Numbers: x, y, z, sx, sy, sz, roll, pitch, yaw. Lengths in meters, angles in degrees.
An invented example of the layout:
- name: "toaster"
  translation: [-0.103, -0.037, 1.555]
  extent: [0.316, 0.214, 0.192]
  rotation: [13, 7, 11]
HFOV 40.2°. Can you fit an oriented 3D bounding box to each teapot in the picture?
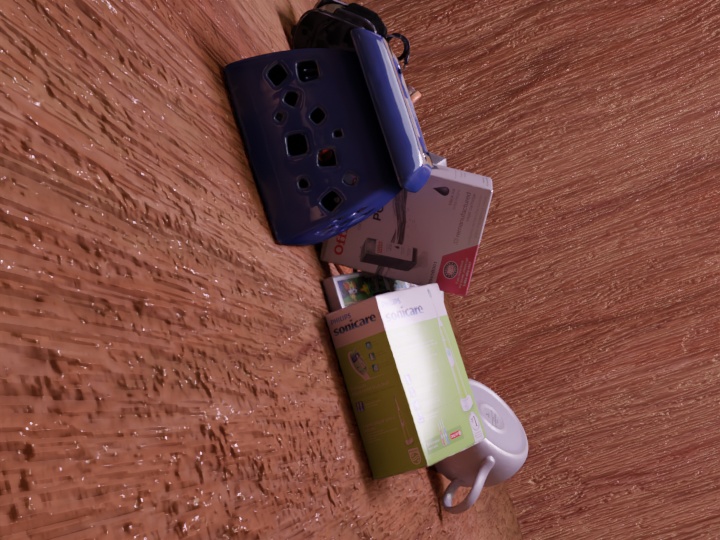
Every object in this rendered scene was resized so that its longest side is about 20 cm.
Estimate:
- name: "teapot"
  translation: [0.178, 0.295, 1.664]
  extent: [0.199, 0.146, 0.198]
  rotation: [4, 43, -55]

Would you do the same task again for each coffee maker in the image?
- name: "coffee maker"
  translation: [-0.012, -0.389, 1.663]
  extent: [0.201, 0.188, 0.137]
  rotation: [-80, 167, -70]

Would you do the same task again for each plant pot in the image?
- name: "plant pot"
  translation: [-0.024, -0.152, 1.109]
  extent: [0.200, 0.177, 0.204]
  rotation: [-14, 84, -82]

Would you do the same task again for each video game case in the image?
- name: "video game case"
  translation: [0.040, 0.088, 1.278]
  extent: [0.199, 0.022, 0.186]
  rotation: [-10, 81, -55]

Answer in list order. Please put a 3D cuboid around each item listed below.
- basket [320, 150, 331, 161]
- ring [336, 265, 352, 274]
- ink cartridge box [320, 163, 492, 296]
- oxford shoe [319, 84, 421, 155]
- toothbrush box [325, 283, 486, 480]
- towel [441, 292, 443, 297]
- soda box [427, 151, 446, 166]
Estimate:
- name: "basket"
  translation: [0.001, -0.179, 1.390]
  extent: [0.180, 0.133, 0.204]
  rotation: [-178, -106, -88]
- name: "ring"
  translation: [-0.042, -0.088, 1.407]
  extent: [0.200, 0.019, 0.204]
  rotation: [-19, 91, -81]
- name: "ink cartridge box"
  translation: [0.058, -0.066, 1.260]
  extent: [0.085, 0.196, 0.148]
  rotation: [-66, 170, -74]
- name: "oxford shoe"
  translation: [-0.017, -0.200, 1.237]
  extent: [0.074, 0.197, 0.071]
  rotation: [66, 29, -11]
- name: "toothbrush box"
  translation: [0.057, 0.129, 1.184]
  extent: [0.145, 0.085, 0.204]
  rotation: [-10, 81, -54]
- name: "towel"
  translation: [0.116, 0.103, 1.748]
  extent: [0.200, 0.047, 0.175]
  rotation: [167, -79, -86]
- name: "soda box"
  translation: [0.038, -0.158, 1.507]
  extent: [0.198, 0.068, 0.064]
  rotation: [25, -45, 38]
